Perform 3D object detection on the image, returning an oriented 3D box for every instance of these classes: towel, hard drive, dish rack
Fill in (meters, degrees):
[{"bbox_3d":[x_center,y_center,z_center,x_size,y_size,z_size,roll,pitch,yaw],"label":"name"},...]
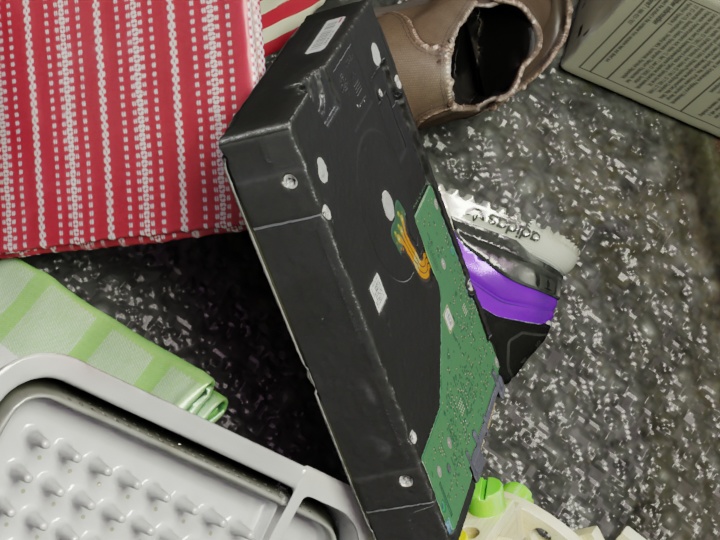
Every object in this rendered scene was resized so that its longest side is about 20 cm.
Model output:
[{"bbox_3d":[-0.173,0.091,0.852,0.149,0.031,0.200,30,69,28],"label":"towel"},{"bbox_3d":[0.006,0.003,0.833,0.140,0.038,0.200,-65,137,-58],"label":"hard drive"},{"bbox_3d":[-0.118,-0.082,0.872,0.022,0.200,0.145,-6,92,-52],"label":"towel"},{"bbox_3d":[-0.102,0.135,0.794,0.200,0.044,0.172,29,85,-32],"label":"dish rack"}]

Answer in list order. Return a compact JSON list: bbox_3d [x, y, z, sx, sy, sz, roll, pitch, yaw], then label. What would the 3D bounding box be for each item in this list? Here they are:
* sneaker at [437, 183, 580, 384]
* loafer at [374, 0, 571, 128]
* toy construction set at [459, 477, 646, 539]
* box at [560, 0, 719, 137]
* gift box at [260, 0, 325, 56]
[{"bbox_3d":[0.000,0.000,0.954,0.200,0.070,0.100,20,84,-3],"label":"sneaker"},{"bbox_3d":[0.059,-0.105,0.955,0.200,0.071,0.073,-35,125,-52],"label":"loafer"},{"bbox_3d":[0.066,0.150,0.886,0.200,0.131,0.092,-25,118,-59],"label":"toy construction set"},{"bbox_3d":[0.226,-0.136,1.029,0.200,0.128,0.109,22,67,-10],"label":"box"},{"bbox_3d":[-0.070,-0.195,0.938,0.187,0.200,0.185,42,54,4],"label":"gift box"}]
